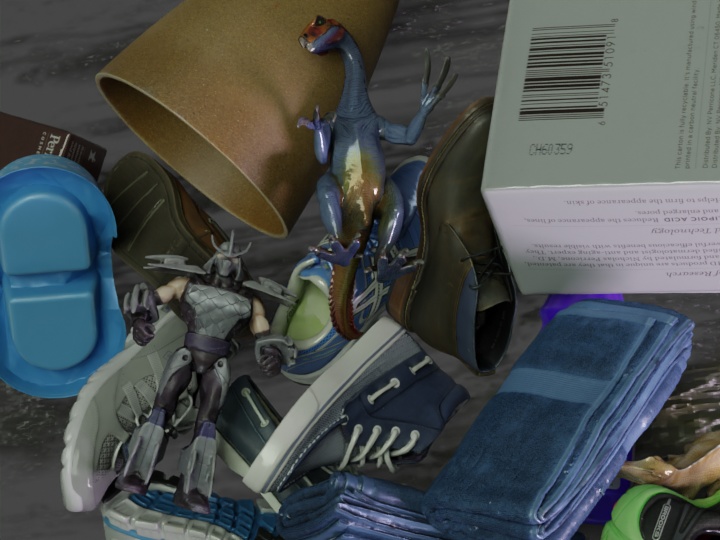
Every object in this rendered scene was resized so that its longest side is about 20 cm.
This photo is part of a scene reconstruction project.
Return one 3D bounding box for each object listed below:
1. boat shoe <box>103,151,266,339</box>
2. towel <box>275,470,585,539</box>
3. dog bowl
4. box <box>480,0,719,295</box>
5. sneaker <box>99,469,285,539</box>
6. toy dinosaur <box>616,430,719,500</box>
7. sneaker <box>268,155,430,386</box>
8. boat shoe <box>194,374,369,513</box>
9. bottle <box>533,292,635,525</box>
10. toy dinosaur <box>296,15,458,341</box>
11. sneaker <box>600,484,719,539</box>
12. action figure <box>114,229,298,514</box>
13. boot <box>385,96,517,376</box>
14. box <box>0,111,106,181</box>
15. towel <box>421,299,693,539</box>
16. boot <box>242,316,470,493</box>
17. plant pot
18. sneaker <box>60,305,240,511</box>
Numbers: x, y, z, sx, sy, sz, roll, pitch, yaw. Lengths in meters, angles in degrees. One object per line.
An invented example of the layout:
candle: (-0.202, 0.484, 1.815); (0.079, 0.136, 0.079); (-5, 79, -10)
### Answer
boat shoe: (-0.139, -0.014, 1.524); (0.072, 0.068, 0.200); (-46, 49, 14)
towel: (0.048, 0.190, 1.350); (0.199, 0.112, 0.049); (16, 67, -22)
dog bowl: (-0.241, 0.001, 1.512); (0.111, 0.050, 0.201); (-5, 119, -5)
box: (0.201, -0.099, 1.352); (0.199, 0.131, 0.200); (-1, 57, 18)
sneaker: (-0.104, 0.218, 1.479); (0.199, 0.075, 0.087); (18, 126, 10)
toy dinosaur: (0.247, 0.129, 1.346); (0.058, 0.199, 0.101); (54, 143, 18)
sneaker: (0.000, 0.000, 1.467); (0.076, 0.077, 0.201); (35, 92, 23)
boat shoe: (-0.035, 0.158, 1.437); (0.200, 0.075, 0.062); (42, 91, 22)
bottle: (0.158, 0.081, 1.403); (0.083, 0.065, 0.201); (1, 81, 14)
toy dinosaur: (-0.017, -0.082, 1.393); (0.200, 0.104, 0.182); (-55, 37, 45)
sneaker: (0.245, 0.187, 1.295); (0.084, 0.199, 0.077); (46, 124, 41)
action figure: (-0.114, 0.069, 1.401); (0.129, 0.069, 0.201); (15, 87, 0)
boot: (0.088, -0.021, 1.402); (0.097, 0.074, 0.201); (42, 132, 34)
box: (-0.319, -0.083, 1.596); (0.199, 0.075, 0.101); (16, 86, 19)
towel: (0.129, 0.098, 1.285); (0.111, 0.049, 0.200); (9, 50, 43)
boot: (0.003, 0.113, 1.389); (0.090, 0.200, 0.073); (39, 135, 7)
plant pot: (-0.065, -0.158, 1.478); (0.186, 0.187, 0.200); (36, 78, 21)
sneaker: (-0.159, 0.102, 1.469); (0.082, 0.075, 0.200); (21, 55, 13)
